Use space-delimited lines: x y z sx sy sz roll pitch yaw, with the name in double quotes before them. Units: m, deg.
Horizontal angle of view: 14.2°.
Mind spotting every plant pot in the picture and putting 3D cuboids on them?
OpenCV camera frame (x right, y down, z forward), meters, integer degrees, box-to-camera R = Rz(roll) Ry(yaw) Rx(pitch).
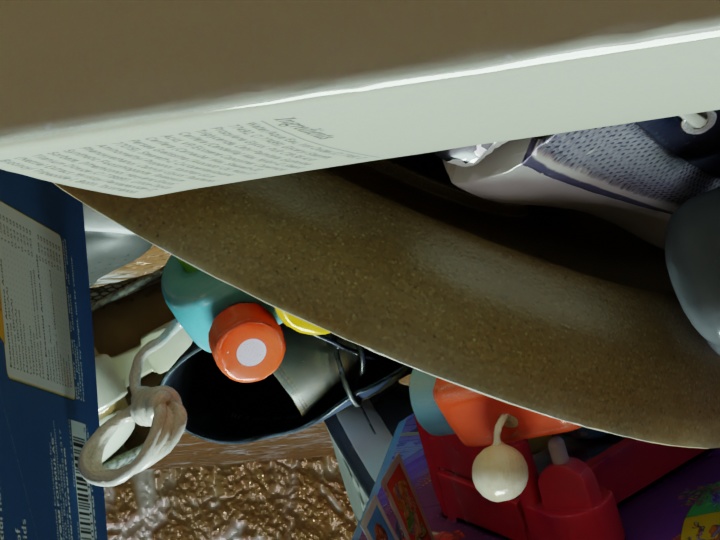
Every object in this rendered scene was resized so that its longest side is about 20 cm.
"plant pot" 0.004 -0.018 0.655 0.199 0.028 0.200 24 -169 -5

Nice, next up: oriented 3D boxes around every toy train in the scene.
"toy train" 0.000 0.000 0.827 0.199 0.151 0.056 -8 128 36

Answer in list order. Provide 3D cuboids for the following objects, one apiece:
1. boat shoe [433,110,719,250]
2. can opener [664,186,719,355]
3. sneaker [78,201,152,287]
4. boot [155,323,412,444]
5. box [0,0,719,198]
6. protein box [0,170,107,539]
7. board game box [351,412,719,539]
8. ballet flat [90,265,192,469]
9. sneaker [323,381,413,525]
"boat shoe" 0.090 -0.051 0.625 0.092 0.075 0.200 -22 172 27
"can opener" 0.152 -0.046 0.582 0.199 0.067 0.053 -21 167 9
"sneaker" -0.136 0.029 0.996 0.199 0.100 0.071 -13 169 40
"boot" 0.018 0.016 0.919 0.200 0.075 0.097 -7 -144 52
"box" 0.031 -0.061 0.491 0.199 0.069 0.082 -8 173 18
"protein box" -0.157 0.061 0.818 0.134 0.200 0.200 -6 173 7
"board game box" 0.067 0.043 0.827 0.157 0.039 0.200 -12 -159 17
"ballet flat" -0.080 0.032 1.051 0.200 0.072 0.072 -28 177 -11
"sneaker" 0.071 0.066 0.936 0.146 0.077 0.202 -22 -158 -9
